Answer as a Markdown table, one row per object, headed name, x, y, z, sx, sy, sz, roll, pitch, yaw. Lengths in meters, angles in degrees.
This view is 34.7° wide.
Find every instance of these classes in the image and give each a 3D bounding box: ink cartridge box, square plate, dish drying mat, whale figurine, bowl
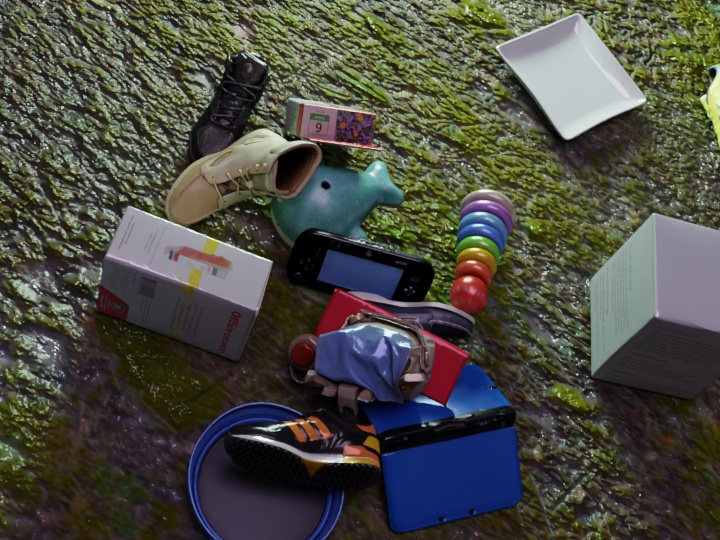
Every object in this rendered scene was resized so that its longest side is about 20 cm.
| name | x | y | z | sx | sy | sz | roll | pitch | yaw |
| --- | --- | --- | --- | --- | --- | --- | --- | --- | --- |
| ink cartridge box | -0.225 | 0.020 | 1.468 | 0.197 | 0.146 | 0.084 | 21 | 56 | -6 |
| ink cartridge box | -0.038 | -0.208 | 1.632 | 0.107 | 0.200 | 0.051 | 6 | 100 | -14 |
| square plate | 0.347 | -0.319 | 1.909 | 0.196 | 0.029 | 0.201 | -26 | 73 | -28 |
| dish drying mat | 0.040 | 0.099 | 1.521 | 0.198 | 0.018 | 0.078 | 26 | 88 | 6 |
| whale figurine | -0.029 | -0.105 | 1.623 | 0.198 | 0.104 | 0.160 | -20 | 69 | -24 |
| bowl | -0.119 | 0.265 | 1.430 | 0.197 | 0.039 | 0.203 | 8 | 60 | -14 |

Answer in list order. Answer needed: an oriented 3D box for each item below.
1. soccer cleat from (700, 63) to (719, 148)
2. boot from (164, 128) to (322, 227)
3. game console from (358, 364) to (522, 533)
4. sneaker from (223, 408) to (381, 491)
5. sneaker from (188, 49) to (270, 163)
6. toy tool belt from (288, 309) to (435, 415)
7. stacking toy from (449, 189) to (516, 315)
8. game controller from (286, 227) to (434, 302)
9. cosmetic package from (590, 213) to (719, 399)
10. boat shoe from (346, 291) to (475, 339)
| name | x | y | z | sx | sy | sz | roll | pitch | yaw |
| --- | --- | --- | --- | --- | --- | --- | --- | --- | --- |
| soccer cleat | 0.619 | -0.268 | 1.961 | 0.082 | 0.065 | 0.203 | 3 | 61 | 18 |
| boot | -0.158 | -0.118 | 1.552 | 0.199 | 0.155 | 0.074 | -35 | 118 | -21 |
| game console | 0.101 | 0.231 | 1.533 | 0.197 | 0.120 | 0.171 | -8 | 33 | -22 |
| sneaker | -0.070 | 0.210 | 1.421 | 0.197 | 0.070 | 0.091 | 13 | 44 | -11 |
| sneaker | -0.186 | -0.237 | 1.643 | 0.075 | 0.115 | 0.201 | 26 | 59 | 0 |
| toy tool belt | -0.008 | 0.116 | 1.454 | 0.197 | 0.123 | 0.127 | 5 | 97 | 12 |
| stacking toy | 0.166 | -0.021 | 1.633 | 0.084 | 0.086 | 0.202 | 23 | 47 | -4 |
| game controller | 0.000 | 0.000 | 1.576 | 0.197 | 0.105 | 0.043 | 14 | 54 | -9 |
| cosmetic package | 0.441 | 0.056 | 1.631 | 0.165 | 0.201 | 0.169 | 14 | 58 | -11 |
| boat shoe | 0.059 | 0.076 | 1.571 | 0.197 | 0.075 | 0.063 | 11 | 57 | -10 |
